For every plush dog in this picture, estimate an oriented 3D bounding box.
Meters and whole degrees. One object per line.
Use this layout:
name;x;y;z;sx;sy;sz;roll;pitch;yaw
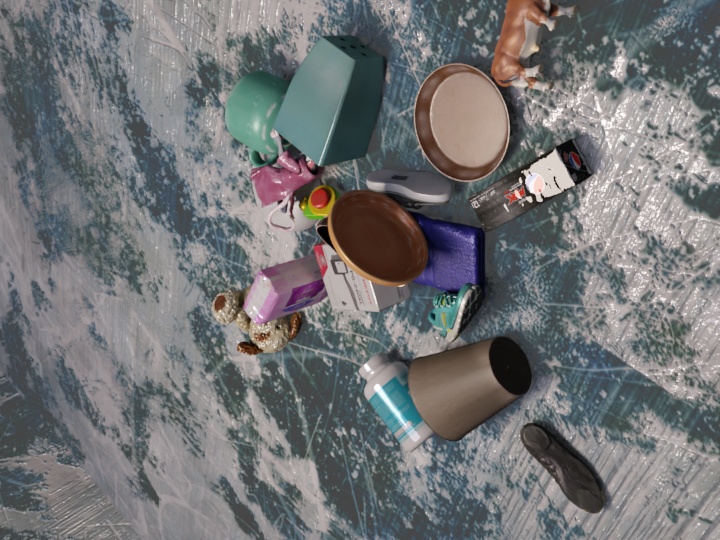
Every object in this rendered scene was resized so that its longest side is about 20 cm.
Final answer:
plush dog;-0.235;0.117;1.827;0.173;0.198;0.161;62;172;16

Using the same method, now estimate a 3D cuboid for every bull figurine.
bull figurine;0.254;-0.369;1.149;0.121;0.065;0.202;43;137;38

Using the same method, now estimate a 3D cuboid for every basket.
basket;0.211;0.210;1.434;0.199;0.136;0.181;-36;87;44

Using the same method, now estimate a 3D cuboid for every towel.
towel;0.151;-0.033;1.437;0.198;0.049;0.150;18;125;40

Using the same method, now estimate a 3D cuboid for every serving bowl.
serving bowl;-0.175;-0.176;1.677;0.199;0.065;0.203;22;124;38

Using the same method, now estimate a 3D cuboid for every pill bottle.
pill bottle;0.082;0.271;1.602;0.201;0.110;0.111;51;136;13

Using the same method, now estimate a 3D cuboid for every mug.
mug;-0.180;-0.307;1.566;0.114;0.153;0.186;30;162;28

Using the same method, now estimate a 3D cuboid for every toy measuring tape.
toy measuring tape;-0.039;-0.139;1.570;0.198;0.074;0.075;4;113;26

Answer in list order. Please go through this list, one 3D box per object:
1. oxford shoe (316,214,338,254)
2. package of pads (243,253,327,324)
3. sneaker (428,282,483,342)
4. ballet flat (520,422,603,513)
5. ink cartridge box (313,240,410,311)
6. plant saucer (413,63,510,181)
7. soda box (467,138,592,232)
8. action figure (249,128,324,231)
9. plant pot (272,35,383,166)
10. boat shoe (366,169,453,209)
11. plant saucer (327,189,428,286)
oxford shoe;0.001;-0.028;1.397;0.199;0.073;0.072;32;111;8
package of pads;-0.150;0.036;1.655;0.076;0.199;0.121;52;133;19
sneaker;0.167;0.073;1.402;0.079;0.078;0.200;40;156;10
ballet flat;0.375;0.360;1.409;0.066;0.057;0.200;-41;76;3
ink cartridge box;0.000;0.000;1.543;0.199;0.083;0.147;-2;107;61
plant saucer;0.178;-0.255;1.309;0.199;0.034;0.203;21;122;37
soda box;0.274;-0.135;1.249;0.199;0.063;0.071;-30;88;48
action figure;-0.140;-0.186;1.518;0.199;0.133;0.151;-24;63;46
plant pot;-0.045;-0.327;1.429;0.141;0.141;0.201;40;126;23
boat shoe;0.095;-0.147;1.429;0.199;0.069;0.057;18;137;42
plant saucer;0.028;-0.054;1.361;0.201;0.199;0.038;52;137;12
